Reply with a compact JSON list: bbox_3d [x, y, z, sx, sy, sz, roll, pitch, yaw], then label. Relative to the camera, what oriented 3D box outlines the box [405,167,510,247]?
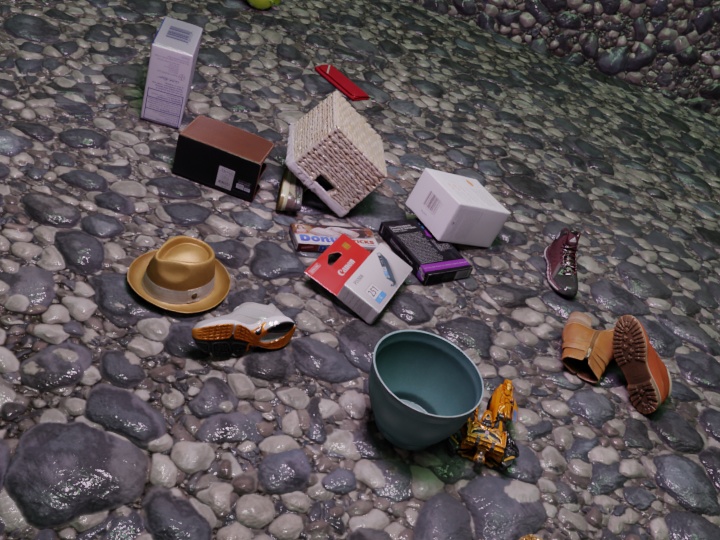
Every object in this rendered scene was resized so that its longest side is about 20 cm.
[{"bbox_3d":[0.237,-0.150,1.921,0.198,0.107,0.153,6,34,-42],"label":"box"}]

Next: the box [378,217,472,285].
[{"bbox_3d":[0.149,-0.049,1.838,0.141,0.036,0.201,-7,45,-36],"label":"box"}]

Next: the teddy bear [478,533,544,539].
[{"bbox_3d":[0.234,0.454,1.176,0.196,0.068,0.146,1,37,-27],"label":"teddy bear"}]

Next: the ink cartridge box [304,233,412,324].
[{"bbox_3d":[0.000,0.000,1.661,0.175,0.045,0.200,37,36,3],"label":"ink cartridge box"}]

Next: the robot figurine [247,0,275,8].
[{"bbox_3d":[-0.354,-0.994,2.777,0.172,0.117,0.202,10,36,-23],"label":"robot figurine"}]

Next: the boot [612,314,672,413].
[{"bbox_3d":[0.595,0.188,1.661,0.106,0.074,0.204,-9,83,-43],"label":"boot"}]

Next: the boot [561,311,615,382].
[{"bbox_3d":[0.521,0.179,1.689,0.198,0.077,0.156,30,40,1],"label":"boot"}]

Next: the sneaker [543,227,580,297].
[{"bbox_3d":[0.501,-0.035,1.927,0.074,0.117,0.202,12,35,-11],"label":"sneaker"}]

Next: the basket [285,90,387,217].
[{"bbox_3d":[-0.055,-0.276,1.865,0.198,0.160,0.202,41,26,-29],"label":"basket"}]

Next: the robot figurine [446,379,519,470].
[{"bbox_3d":[0.223,0.268,1.426,0.142,0.059,0.201,18,35,1],"label":"robot figurine"}]

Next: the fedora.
[{"bbox_3d":[-0.336,-0.007,1.487,0.197,0.083,0.202,13,35,-9],"label":"fedora"}]

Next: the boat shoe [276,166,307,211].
[{"bbox_3d":[-0.154,-0.204,1.865,0.065,0.072,0.203,20,39,-10],"label":"boat shoe"}]

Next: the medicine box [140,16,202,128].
[{"bbox_3d":[-0.470,-0.493,1.969,0.101,0.202,0.184,14,35,-12],"label":"medicine box"}]

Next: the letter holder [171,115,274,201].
[{"bbox_3d":[-0.314,-0.265,1.835,0.197,0.102,0.143,20,32,-1],"label":"letter holder"}]

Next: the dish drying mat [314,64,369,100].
[{"bbox_3d":[-0.058,-0.589,2.471,0.076,0.018,0.200,-15,48,-42],"label":"dish drying mat"}]

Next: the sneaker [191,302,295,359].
[{"bbox_3d":[-0.220,0.100,1.426,0.197,0.077,0.092,0,31,-39],"label":"sneaker"}]

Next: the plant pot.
[{"bbox_3d":[0.097,0.221,1.359,0.196,0.136,0.202,13,34,-9],"label":"plant pot"}]

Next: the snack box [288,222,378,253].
[{"bbox_3d":[-0.059,-0.070,1.767,0.196,0.025,0.072,2,40,-25],"label":"snack box"}]
